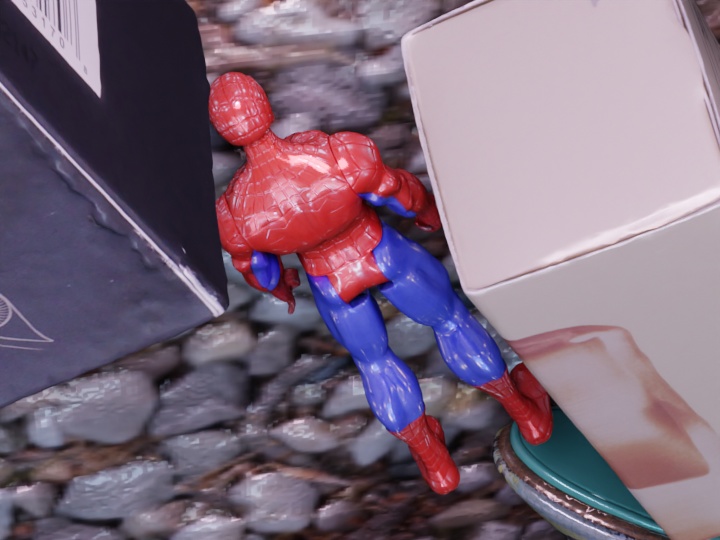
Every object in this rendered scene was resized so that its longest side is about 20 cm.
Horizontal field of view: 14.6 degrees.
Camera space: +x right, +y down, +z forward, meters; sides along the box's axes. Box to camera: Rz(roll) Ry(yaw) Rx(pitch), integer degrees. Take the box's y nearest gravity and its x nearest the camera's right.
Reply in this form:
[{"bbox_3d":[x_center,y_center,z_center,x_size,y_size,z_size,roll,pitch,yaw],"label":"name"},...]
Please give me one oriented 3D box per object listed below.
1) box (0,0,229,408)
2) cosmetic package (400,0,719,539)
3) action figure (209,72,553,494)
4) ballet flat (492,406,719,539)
[{"bbox_3d":[-0.169,-0.047,0.702,0.200,0.117,0.197,-22,138,17],"label":"box"},{"bbox_3d":[0.096,-0.002,0.885,0.087,0.103,0.200,-21,145,14],"label":"cosmetic package"},{"bbox_3d":[0.000,0.000,0.910,0.065,0.052,0.200,-24,141,11],"label":"action figure"},{"bbox_3d":[0.141,0.101,1.060,0.200,0.074,0.074,11,144,-7],"label":"ballet flat"}]
